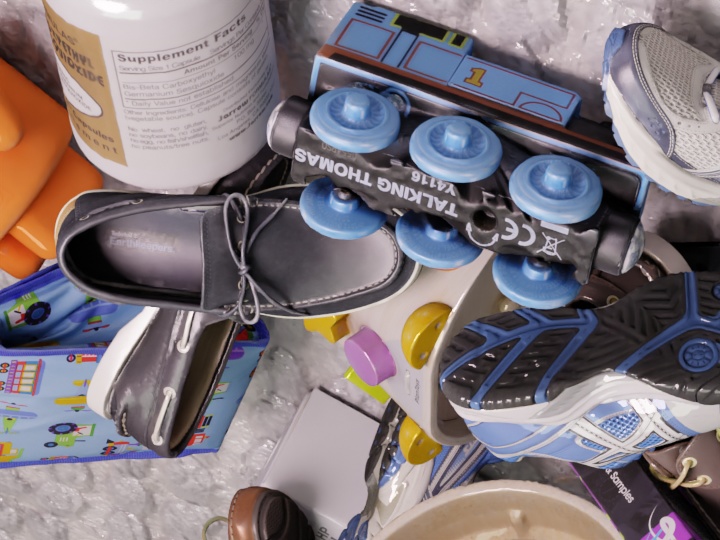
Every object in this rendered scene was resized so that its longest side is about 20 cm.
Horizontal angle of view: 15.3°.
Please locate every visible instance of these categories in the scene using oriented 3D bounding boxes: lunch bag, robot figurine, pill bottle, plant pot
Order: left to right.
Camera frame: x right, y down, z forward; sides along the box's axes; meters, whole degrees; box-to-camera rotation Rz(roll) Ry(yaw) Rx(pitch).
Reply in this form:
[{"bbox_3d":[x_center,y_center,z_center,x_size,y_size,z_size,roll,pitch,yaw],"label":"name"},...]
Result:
[{"bbox_3d":[-0.245,-0.082,1.535,0.200,0.117,0.144,37,-175,-14],"label":"robot figurine"},{"bbox_3d":[-0.173,0.060,1.593,0.094,0.199,0.151,67,155,23],"label":"lunch bag"},{"bbox_3d":[-0.104,-0.145,1.349,0.114,0.115,0.200,16,145,17],"label":"pill bottle"},{"bbox_3d":[0.098,0.250,1.535,0.200,0.201,0.184,8,153,28],"label":"plant pot"}]

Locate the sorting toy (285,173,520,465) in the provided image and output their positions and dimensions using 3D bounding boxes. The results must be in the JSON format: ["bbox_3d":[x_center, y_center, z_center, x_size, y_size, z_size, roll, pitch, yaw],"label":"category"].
[{"bbox_3d":[0.000,0.000,1.510,0.180,0.107,0.200,36,151,24],"label":"sorting toy"}]

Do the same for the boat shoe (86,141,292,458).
[{"bbox_3d":[-0.081,0.013,1.473,0.060,0.074,0.200,37,108,17],"label":"boat shoe"}]

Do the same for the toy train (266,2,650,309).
[{"bbox_3d":[0.055,-0.058,1.351,0.199,0.114,0.087,19,134,11],"label":"toy train"}]

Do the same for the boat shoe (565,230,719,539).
[{"bbox_3d":[0.170,0.078,1.412,0.072,0.059,0.200,-5,117,55],"label":"boat shoe"}]

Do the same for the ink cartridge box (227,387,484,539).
[{"bbox_3d":[0.021,0.182,1.725,0.200,0.084,0.145,29,146,-1],"label":"ink cartridge box"}]

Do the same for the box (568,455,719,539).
[{"bbox_3d":[0.164,0.137,1.478,0.143,0.036,0.200,45,-172,-39],"label":"box"}]

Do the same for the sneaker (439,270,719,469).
[{"bbox_3d":[0.144,0.054,1.343,0.199,0.076,0.077,-5,140,16],"label":"sneaker"}]

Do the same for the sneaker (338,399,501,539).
[{"bbox_3d":[0.034,0.170,1.604,0.085,0.201,0.077,22,180,-11],"label":"sneaker"}]

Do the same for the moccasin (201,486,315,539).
[{"bbox_3d":[-0.067,0.197,1.675,0.077,0.074,0.202,11,152,11],"label":"moccasin"}]

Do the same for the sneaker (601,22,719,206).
[{"bbox_3d":[0.201,-0.064,1.290,0.200,0.077,0.085,35,140,-26],"label":"sneaker"}]

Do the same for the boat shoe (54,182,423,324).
[{"bbox_3d":[-0.066,-0.008,1.399,0.199,0.062,0.075,3,105,6],"label":"boat shoe"}]

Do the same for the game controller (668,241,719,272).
[{"bbox_3d":[0.210,0.073,1.452,0.104,0.042,0.201,7,125,50],"label":"game controller"}]
